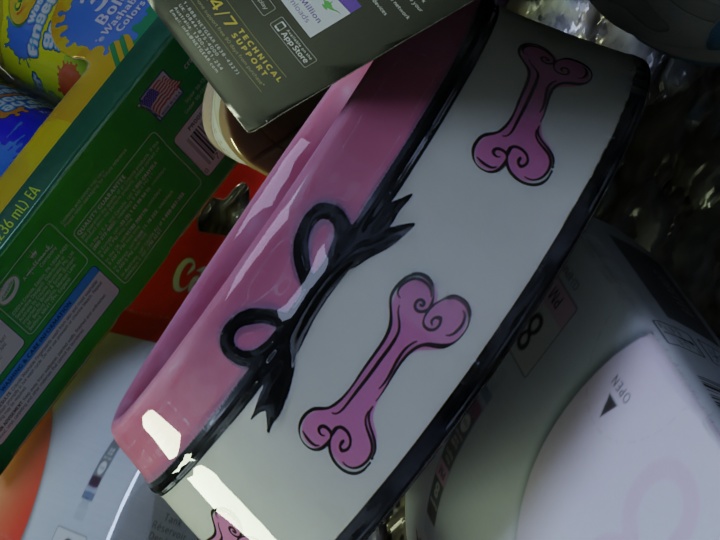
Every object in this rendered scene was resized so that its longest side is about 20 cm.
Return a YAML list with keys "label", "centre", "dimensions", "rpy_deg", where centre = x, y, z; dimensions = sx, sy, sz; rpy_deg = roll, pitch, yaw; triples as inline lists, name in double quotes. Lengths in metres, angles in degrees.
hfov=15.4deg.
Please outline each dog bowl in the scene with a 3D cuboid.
- label: "dog bowl"
  centre: [0.000, 0.000, 0.799]
  dimensions: [0.201, 0.074, 0.200]
  rpy_deg: [-55, 5, 8]

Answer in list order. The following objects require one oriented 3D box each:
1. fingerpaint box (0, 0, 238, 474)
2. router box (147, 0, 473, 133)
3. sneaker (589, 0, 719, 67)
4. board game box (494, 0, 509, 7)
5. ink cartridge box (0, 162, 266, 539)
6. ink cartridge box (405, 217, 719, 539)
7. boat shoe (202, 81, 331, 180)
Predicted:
- label: "fingerpaint box"
  centre: [-0.149, -0.042, 1.066]
  dimensions: [0.167, 0.073, 0.200]
  rpy_deg: [29, 78, 44]
- label: "router box"
  centre: [0.047, -0.136, 0.754]
  dimensions: [0.157, 0.052, 0.200]
  rpy_deg: [-28, 16, 38]
- label: "sneaker"
  centre: [0.118, -0.107, 0.756]
  dimensions: [0.200, 0.080, 0.077]
  rpy_deg: [-1, 68, 60]
- label: "board game box"
  centre: [0.008, -0.133, 1.020]
  dimensions: [0.120, 0.032, 0.200]
  rpy_deg: [-55, 29, 9]
- label: "ink cartridge box"
  centre: [-0.092, 0.044, 1.024]
  dimensions: [0.162, 0.050, 0.201]
  rpy_deg: [9, 79, 60]
- label: "ink cartridge box"
  centre: [0.042, 0.105, 0.753]
  dimensions: [0.200, 0.057, 0.163]
  rpy_deg: [-51, 31, 14]
- label: "boat shoe"
  centre: [0.008, -0.123, 0.909]
  dimensions: [0.201, 0.072, 0.065]
  rpy_deg: [-59, 21, -3]
